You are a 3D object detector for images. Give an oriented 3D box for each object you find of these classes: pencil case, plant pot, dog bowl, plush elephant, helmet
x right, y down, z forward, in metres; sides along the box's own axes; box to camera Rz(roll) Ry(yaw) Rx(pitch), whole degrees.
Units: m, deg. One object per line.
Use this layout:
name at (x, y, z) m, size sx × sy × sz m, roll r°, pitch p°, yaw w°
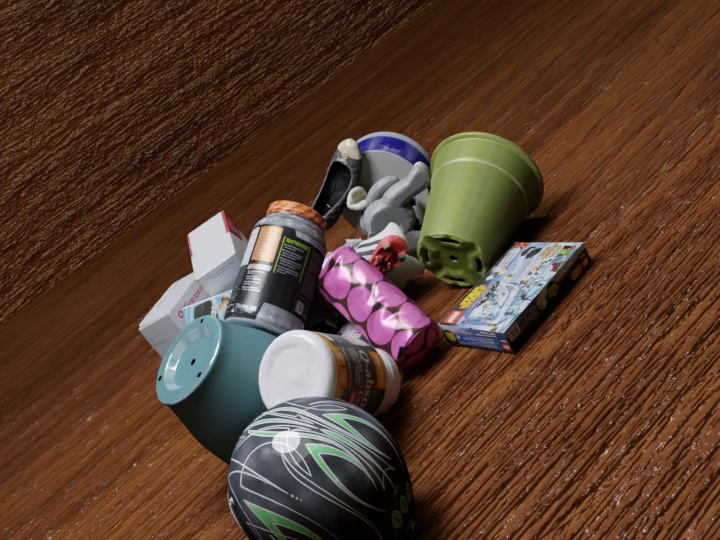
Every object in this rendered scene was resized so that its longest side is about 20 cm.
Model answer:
pencil case at (0.020, 0.057, 1.246) m, size 0.200 × 0.090 × 0.094 m, roll 44°, pitch 108°, yaw 29°
plant pot at (0.176, -0.085, 1.364) m, size 0.198 × 0.201 × 0.191 m, roll -11°, pitch 40°, yaw 42°
plant pot at (-0.173, 0.165, 1.180) m, size 0.199 × 0.188 × 0.202 m, roll -29°, pitch 40°, yaw 28°
dog bowl at (0.049, -0.165, 1.662) m, size 0.198 × 0.201 × 0.079 m, roll -20°, pitch 26°, yaw 28°
plush elephant at (0.056, -0.097, 1.552) m, size 0.198 × 0.166 × 0.155 m, roll -26°, pitch 18°, yaw 5°
helmet at (-0.045, 0.235, 0.927) m, size 0.198 × 0.192 × 0.201 m, roll -26°, pitch 22°, yaw 11°

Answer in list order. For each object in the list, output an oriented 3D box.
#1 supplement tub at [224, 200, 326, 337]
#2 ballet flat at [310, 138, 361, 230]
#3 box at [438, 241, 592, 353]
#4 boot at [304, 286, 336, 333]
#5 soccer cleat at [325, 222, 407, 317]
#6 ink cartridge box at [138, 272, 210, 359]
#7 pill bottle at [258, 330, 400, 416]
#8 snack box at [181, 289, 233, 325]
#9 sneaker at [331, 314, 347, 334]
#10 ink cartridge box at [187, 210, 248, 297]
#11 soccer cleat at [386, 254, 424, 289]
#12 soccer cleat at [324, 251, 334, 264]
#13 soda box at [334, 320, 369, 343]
supplement tub at (-0.123, 0.005, 1.282) m, size 0.121 × 0.122 × 0.203 m, roll -7°, pitch 59°, yaw 47°
ballet flat at (-0.047, -0.156, 1.604) m, size 0.057 × 0.066 × 0.202 m, roll -29°, pitch -33°, yaw -54°
box at (0.221, 0.033, 1.211) m, size 0.200 × 0.040 × 0.136 m, roll -43°, pitch 25°, yaw -26°
boot at (-0.127, 0.101, 1.353) m, size 0.201 × 0.077 × 0.139 m, roll -49°, pitch 39°, yaw 20°
soccer cleat at (0.000, 0.000, 1.388) m, size 0.200 × 0.068 × 0.086 m, roll -42°, pitch 24°, yaw 22°
ink cartridge box at (-0.269, 0.121, 1.468) m, size 0.087 × 0.201 × 0.146 m, roll -27°, pitch 20°, yaw 30°
pill bottle at (-0.033, 0.143, 1.100) m, size 0.115 × 0.118 × 0.199 m, roll -20°, pitch -18°, yaw 27°
snack box at (-0.206, 0.138, 1.357) m, size 0.115 × 0.203 × 0.037 m, roll -18°, pitch 2°, yaw 31°
sneaker at (-0.091, 0.108, 1.441) m, size 0.087 × 0.076 × 0.201 m, roll -20°, pitch 24°, yaw 40°
ink cartridge box at (-0.203, 0.020, 1.461) m, size 0.082 × 0.201 × 0.147 m, roll -33°, pitch 37°, yaw 5°
soccer cleat at (0.038, 0.016, 1.484) m, size 0.199 × 0.077 × 0.070 m, roll -28°, pitch 50°, yaw 60°
soccer cleat at (-0.077, 0.051, 1.525) m, size 0.200 × 0.067 × 0.076 m, roll -48°, pitch 43°, yaw 0°
soda box at (0.000, 0.117, 1.303) m, size 0.068 × 0.064 × 0.200 m, roll -3°, pitch 34°, yaw 51°
